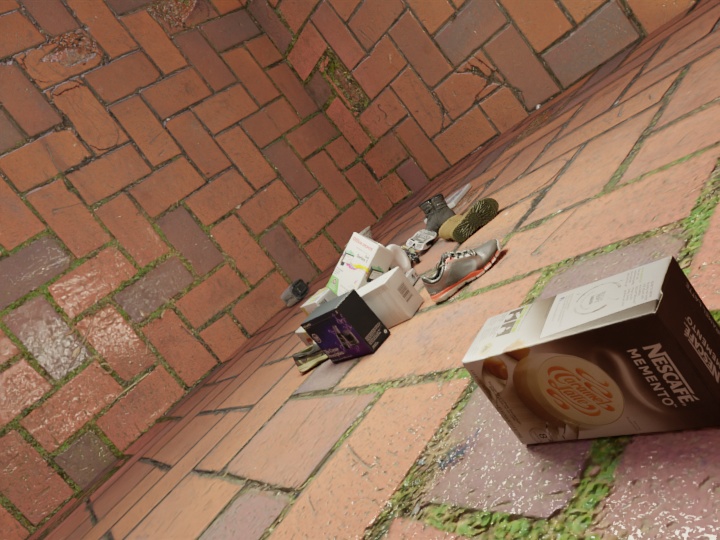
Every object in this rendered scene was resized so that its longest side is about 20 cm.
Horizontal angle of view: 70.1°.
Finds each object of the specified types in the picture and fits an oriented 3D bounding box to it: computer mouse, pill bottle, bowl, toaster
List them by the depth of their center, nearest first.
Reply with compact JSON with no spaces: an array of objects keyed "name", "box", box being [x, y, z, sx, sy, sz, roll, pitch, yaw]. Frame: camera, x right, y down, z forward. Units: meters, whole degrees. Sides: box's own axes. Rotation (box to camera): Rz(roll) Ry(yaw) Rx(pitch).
[{"name":"pill bottle","box":[0.059,0.009,1.683,0.200,0.113,0.112,-34,9,35]},{"name":"computer mouse","box":[0.198,-0.085,1.758,0.109,0.044,0.200,20,36,31]},{"name":"bowl","box":[0.008,-0.171,3.105,0.200,0.094,0.201,-39,7,5]},{"name":"toaster","box":[-0.412,0.140,3.233,0.129,0.114,0.200,-37,9,32]}]

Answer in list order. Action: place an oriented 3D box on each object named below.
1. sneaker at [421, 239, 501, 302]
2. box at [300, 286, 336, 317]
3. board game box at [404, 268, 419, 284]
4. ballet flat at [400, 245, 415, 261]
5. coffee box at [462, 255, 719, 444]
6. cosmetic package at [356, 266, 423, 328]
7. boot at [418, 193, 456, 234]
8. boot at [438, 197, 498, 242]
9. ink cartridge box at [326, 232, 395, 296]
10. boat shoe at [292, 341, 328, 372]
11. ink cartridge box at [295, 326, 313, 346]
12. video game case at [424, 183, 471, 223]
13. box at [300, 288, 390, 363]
[{"name":"sneaker","box":[0.222,-0.015,1.142,0.200,0.082,0.077,-39,7,3]},{"name":"box","box":[-0.130,0.132,1.913,0.112,0.102,0.200,-42,8,-24]},{"name":"board game box","box":[0.081,0.078,1.458,0.126,0.035,0.200,-34,9,38]},{"name":"ballet flat","box":[0.155,-0.057,1.808,0.067,0.062,0.200,-36,7,16]},{"name":"coffee box","box":[0.210,0.083,0.473,0.200,0.115,0.080,-31,10,49]},{"name":"cosmetic package","box":[0.046,0.087,1.285,0.199,0.113,0.081,-28,13,45]},{"name":"boot","box":[0.249,-0.187,1.856,0.200,0.132,0.070,-34,9,32]},{"name":"boot","box":[0.325,-0.158,1.580,0.175,0.066,0.200,-38,6,4]},{"name":"ink cartridge box","box":[0.000,0.000,1.598,0.145,0.084,0.201,33,97,50]},{"name":"boat shoe","box":[-0.111,0.216,1.448,0.199,0.065,0.073,-36,6,15]},{"name":"ink cartridge box","box":[-0.107,0.174,1.612,0.145,0.084,0.200,-42,8,-20]},{"name":"video game case","box":[0.387,-0.296,2.275,0.182,0.023,0.200,-32,10,45]},{"name":"box","box":[-0.042,0.142,1.261,0.079,0.141,0.200,-43,8,-35]}]
